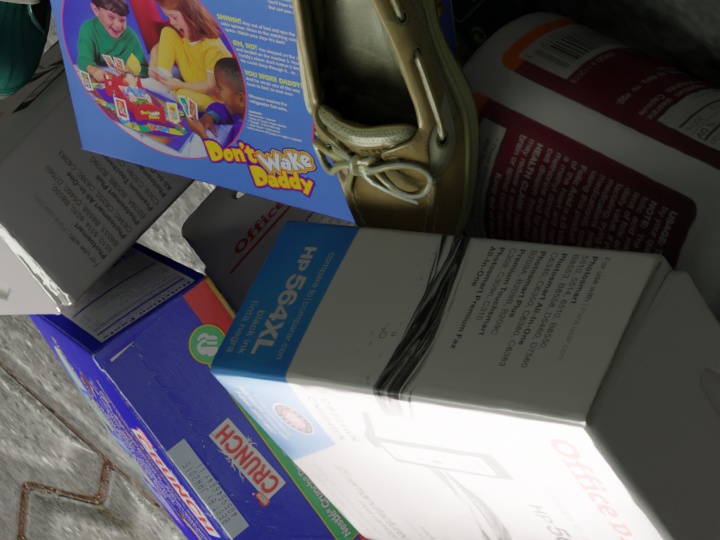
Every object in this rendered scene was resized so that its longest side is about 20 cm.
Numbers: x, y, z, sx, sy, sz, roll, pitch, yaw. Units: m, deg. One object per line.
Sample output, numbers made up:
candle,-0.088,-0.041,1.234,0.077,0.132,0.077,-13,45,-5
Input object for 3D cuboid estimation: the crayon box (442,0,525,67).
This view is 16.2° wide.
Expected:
crayon box,-0.032,-0.128,1.191,0.200,0.052,0.126,-20,109,47

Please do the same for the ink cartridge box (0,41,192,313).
ink cartridge box,-0.139,-0.075,1.342,0.084,0.200,0.146,50,158,-17

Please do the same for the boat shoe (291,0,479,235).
boat shoe,0.002,-0.084,1.040,0.073,0.063,0.201,17,131,28

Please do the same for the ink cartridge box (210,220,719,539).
ink cartridge box,0.061,0.059,1.060,0.200,0.084,0.146,7,148,41

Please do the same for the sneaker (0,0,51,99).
sneaker,-0.179,-0.189,1.273,0.071,0.201,0.080,5,169,-26

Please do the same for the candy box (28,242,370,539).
candy box,-0.085,0.076,1.315,0.169,0.077,0.200,56,170,-16

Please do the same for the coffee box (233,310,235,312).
coffee box,-0.015,0.057,1.374,0.200,0.044,0.123,37,138,51

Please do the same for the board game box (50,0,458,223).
board game box,-0.050,-0.100,1.155,0.199,0.045,0.135,16,133,29

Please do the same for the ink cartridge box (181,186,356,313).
ink cartridge box,0.000,0.000,1.258,0.067,0.116,0.200,39,-173,-37

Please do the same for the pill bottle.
pill bottle,0.135,-0.024,1.084,0.200,0.114,0.114,30,155,33
